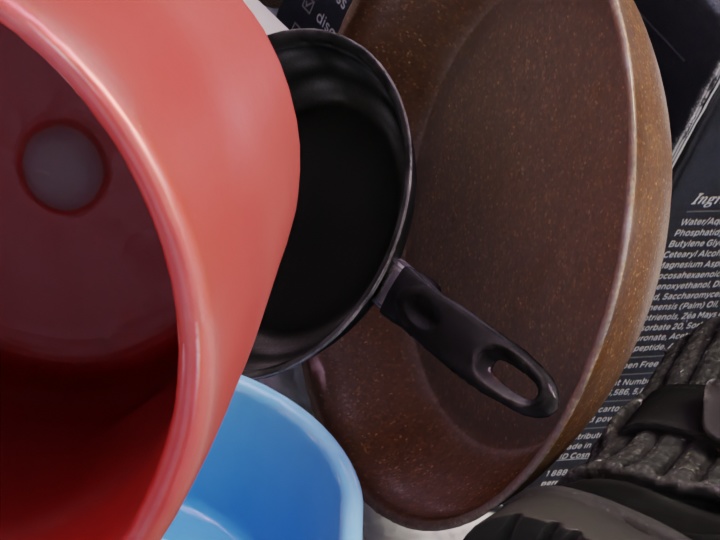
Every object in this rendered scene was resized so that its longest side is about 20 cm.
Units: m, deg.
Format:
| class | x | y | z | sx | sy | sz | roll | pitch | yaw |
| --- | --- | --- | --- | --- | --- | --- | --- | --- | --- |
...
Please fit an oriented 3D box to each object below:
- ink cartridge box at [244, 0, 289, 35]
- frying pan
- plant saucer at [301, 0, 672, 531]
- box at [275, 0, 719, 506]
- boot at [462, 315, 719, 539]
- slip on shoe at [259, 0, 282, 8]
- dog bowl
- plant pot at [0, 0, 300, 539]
| class | x | y | z | sx | sy | sz | roll | pitch | yaw |
| --- | --- | --- | --- | --- | --- | --- | --- | --- | --- |
| ink cartridge box | -0.140 | -0.071 | 0.996 | 0.200 | 0.086 | 0.148 | -11 | 47 | -41 |
| frying pan | 0.003 | -0.017 | 0.911 | 0.190 | 0.115 | 0.031 | 5 | -12 | 41 |
| plant saucer | 0.041 | -0.019 | 0.913 | 0.037 | 0.201 | 0.200 | 6 | 37 | -28 |
| box | 0.075 | -0.060 | 1.015 | 0.124 | 0.197 | 0.200 | -4 | 43 | -37 |
| boot | 0.144 | 0.093 | 0.805 | 0.211 | 0.079 | 0.158 | 34 | 35 | 20 |
| slip on shoe | -0.015 | -0.123 | 1.126 | 0.061 | 0.076 | 0.200 | 48 | 3 | -1 |
| dog bowl | -0.051 | 0.098 | 0.844 | 0.111 | 0.050 | 0.200 | 18 | 33 | -10 |
| plant pot | -0.107 | -0.012 | 0.780 | 0.200 | 0.201 | 0.177 | 28 | 22 | 7 |
